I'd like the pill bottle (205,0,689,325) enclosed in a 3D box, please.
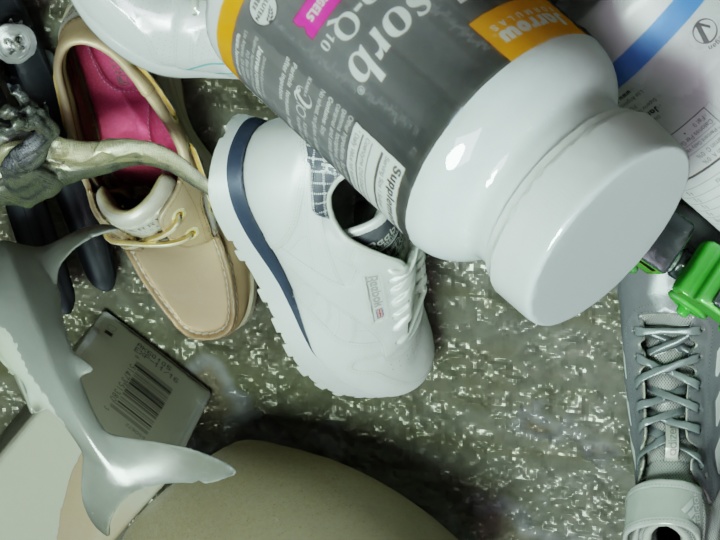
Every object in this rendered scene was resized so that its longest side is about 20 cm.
[{"bbox_3d":[0.036,-0.076,0.982,0.200,0.116,0.117,43,125,24],"label":"pill bottle"}]

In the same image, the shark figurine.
[{"bbox_3d":[-0.143,0.021,1.123,0.089,0.215,0.129,-35,130,-7],"label":"shark figurine"}]

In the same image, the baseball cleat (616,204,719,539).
[{"bbox_3d":[0.161,0.072,1.155,0.069,0.107,0.201,-2,116,21],"label":"baseball cleat"}]

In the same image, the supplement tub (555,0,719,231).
[{"bbox_3d":[0.190,-0.080,1.050,0.200,0.132,0.132,38,120,-9],"label":"supplement tub"}]

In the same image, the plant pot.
[{"bbox_3d":[-0.052,0.170,1.230,0.135,0.200,0.200,49,121,13],"label":"plant pot"}]

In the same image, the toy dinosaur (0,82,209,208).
[{"bbox_3d":[-0.166,-0.058,1.126,0.198,0.048,0.088,-5,143,25],"label":"toy dinosaur"}]

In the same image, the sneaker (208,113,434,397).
[{"bbox_3d":[0.000,0.000,1.141,0.080,0.077,0.200,-3,145,27],"label":"sneaker"}]

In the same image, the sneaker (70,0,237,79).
[{"bbox_3d":[-0.044,-0.121,1.112,0.199,0.071,0.080,24,149,-6],"label":"sneaker"}]

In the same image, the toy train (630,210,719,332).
[{"bbox_3d":[0.125,-0.023,1.095,0.199,0.056,0.042,34,87,-6],"label":"toy train"}]

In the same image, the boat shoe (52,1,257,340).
[{"bbox_3d":[-0.110,-0.044,1.180,0.073,0.069,0.201,-12,114,20],"label":"boat shoe"}]

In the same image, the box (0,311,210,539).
[{"bbox_3d":[-0.176,0.128,1.279,0.078,0.095,0.200,37,122,-8],"label":"box"}]

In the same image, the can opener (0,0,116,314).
[{"bbox_3d":[-0.172,-0.070,1.197,0.063,0.079,0.201,-31,116,-14],"label":"can opener"}]
